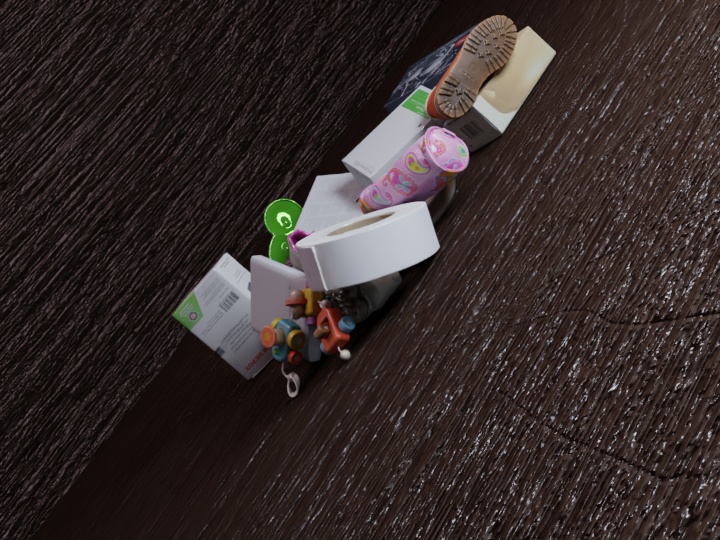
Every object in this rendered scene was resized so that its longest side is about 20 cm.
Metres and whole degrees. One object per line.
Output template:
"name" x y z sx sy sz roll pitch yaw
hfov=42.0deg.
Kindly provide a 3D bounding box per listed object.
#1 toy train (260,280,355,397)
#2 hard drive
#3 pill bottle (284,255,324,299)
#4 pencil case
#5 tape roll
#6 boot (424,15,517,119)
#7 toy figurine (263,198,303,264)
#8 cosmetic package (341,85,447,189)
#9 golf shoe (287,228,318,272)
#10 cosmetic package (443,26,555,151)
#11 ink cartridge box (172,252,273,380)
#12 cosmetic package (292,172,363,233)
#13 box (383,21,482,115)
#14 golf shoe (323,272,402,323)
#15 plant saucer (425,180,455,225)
"toy train" -0.090 0.100 1.405 0.200 0.055 0.151 -47 49 40
"hard drive" -0.125 0.059 1.543 0.200 0.026 0.133 21 113 55
"pill bottle" -0.089 0.016 1.697 0.114 0.114 0.200 -40 14 41
"pencil case" 0.078 -0.139 1.437 0.200 0.087 0.088 -39 15 49
"tape roll" 0.009 -0.035 1.351 0.201 0.071 0.202 -17 10 3
"boot" 0.175 -0.329 1.533 0.200 0.075 0.107 -52 9 -9
"toy figurine" -0.134 -0.029 1.906 0.150 0.200 0.184 -31 -7 -17
"cosmetic package" 0.080 -0.217 1.641 0.200 0.085 0.108 -44 39 -8
"golf shoe" -0.048 -0.018 1.546 0.199 0.092 0.075 9 42 39
"cosmetic package" 0.235 -0.305 1.581 0.200 0.071 0.105 -56 13 -25
"ink cartridge box" -0.238 0.091 1.823 0.146 0.200 0.084 -45 9 23
"cosmetic package" -0.026 -0.105 1.695 0.150 0.052 0.200 -5 37 19
"box" 0.173 -0.374 1.876 0.200 0.104 0.182 -26 25 37
"golf shoe" 0.005 0.037 1.426 0.097 0.079 0.200 -29 5 -17
"plant saucer" 0.093 -0.091 1.532 0.201 0.037 0.200 -48 10 12
